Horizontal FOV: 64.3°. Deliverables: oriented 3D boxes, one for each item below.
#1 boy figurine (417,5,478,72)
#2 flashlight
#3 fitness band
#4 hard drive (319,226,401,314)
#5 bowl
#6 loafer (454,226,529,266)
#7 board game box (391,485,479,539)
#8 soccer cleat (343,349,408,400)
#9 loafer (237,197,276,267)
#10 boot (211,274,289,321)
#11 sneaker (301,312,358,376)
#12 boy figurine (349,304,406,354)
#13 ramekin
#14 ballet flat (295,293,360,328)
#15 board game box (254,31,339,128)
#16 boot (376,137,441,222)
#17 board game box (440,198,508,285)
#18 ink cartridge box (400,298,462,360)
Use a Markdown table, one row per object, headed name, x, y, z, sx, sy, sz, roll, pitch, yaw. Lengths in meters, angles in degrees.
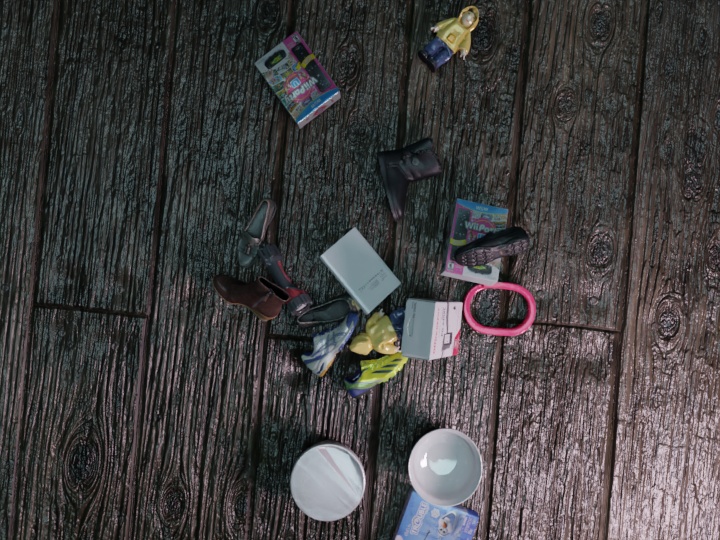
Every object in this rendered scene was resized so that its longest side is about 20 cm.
| name | x | y | z | sx | sy | sz | roll | pitch | yaw |
| --- | --- | --- | --- | --- | --- | --- | --- | --- | --- |
| boy figurine | 0.253 | -0.633 | 1.562 | 0.200 | 0.064 | 0.125 | -42 | 87 | 3 |
| flashlight | -0.202 | 0.022 | 1.540 | 0.067 | 0.068 | 0.202 | -28 | 71 | -8 |
| fitness band | 0.379 | 0.104 | 1.571 | 0.196 | 0.037 | 0.147 | 5 | 92 | 1 |
| hard drive | 0.000 | 0.000 | 1.557 | 0.132 | 0.027 | 0.201 | -40 | 90 | -20 |
| bowl | 0.221 | 0.515 | 1.538 | 0.197 | 0.090 | 0.205 | 0 | 90 | -1 |
| loafer | 0.336 | -0.064 | 1.481 | 0.197 | 0.071 | 0.069 | -16 | 134 | 1 |
| board game box | 0.196 | 0.723 | 1.560 | 0.196 | 0.043 | 0.203 | 20 | 90 | 2 |
| soccer cleat | 0.043 | 0.267 | 1.553 | 0.199 | 0.065 | 0.084 | -36 | 92 | 1 |
| loafer | -0.290 | -0.106 | 1.558 | 0.071 | 0.063 | 0.203 | 22 | 90 | 0 |
| boot | -0.288 | 0.046 | 1.507 | 0.199 | 0.166 | 0.073 | 35 | 53 | -8 |
| sneaker | -0.084 | 0.186 | 1.545 | 0.088 | 0.075 | 0.201 | 36 | 94 | 4 |
| boy figurine | 0.065 | 0.173 | 1.546 | 0.198 | 0.064 | 0.125 | -32 | 76 | 2 |
| ramekin | -0.085 | 0.553 | 1.537 | 0.198 | 0.094 | 0.207 | 0 | 90 | 1 |
| ballet flat | -0.082 | 0.114 | 1.559 | 0.197 | 0.057 | 0.068 | -20 | 90 | 0 |
| board game box | -0.168 | -0.515 | 1.555 | 0.147 | 0.064 | 0.201 | -36 | 90 | 0 |
| boot | 0.142 | -0.248 | 1.551 | 0.165 | 0.076 | 0.204 | -13 | 83 | 4 |
| board game box | 0.306 | -0.076 | 1.540 | 0.145 | 0.064 | 0.204 | 11 | 78 | 0 |
| ink cartridge box | 0.188 | 0.149 | 1.481 | 0.082 | 0.199 | 0.148 | 6 | 90 | 29 |
